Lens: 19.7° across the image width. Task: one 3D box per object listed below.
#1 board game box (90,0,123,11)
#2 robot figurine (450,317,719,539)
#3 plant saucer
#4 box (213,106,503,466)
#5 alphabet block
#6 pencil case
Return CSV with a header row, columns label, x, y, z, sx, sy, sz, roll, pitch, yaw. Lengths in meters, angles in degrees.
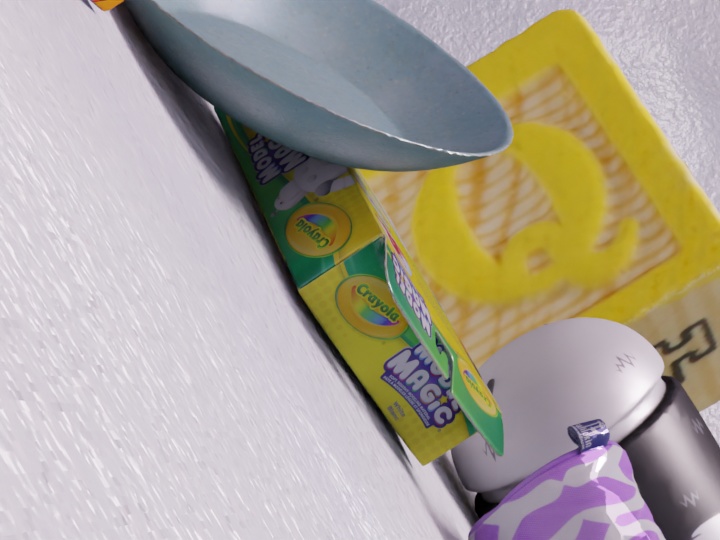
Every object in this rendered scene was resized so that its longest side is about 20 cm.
label,x,y,z,sx,sy,sz,roll,pitch,yaw
board game box,-0.077,-0.243,0.686,0.201,0.199,0.200,58,4,11
robot figurine,0.127,0.122,1.039,0.201,0.124,0.150,58,-2,-7
plant saucer,-0.029,-0.091,0.899,0.200,0.039,0.201,26,20,-10
box,0.000,0.000,0.920,0.118,0.048,0.200,56,2,-33
alphabet block,0.111,0.001,1.235,0.196,0.196,0.200,58,3,28
pencil case,0.122,0.166,0.852,0.085,0.084,0.201,-8,61,-45
